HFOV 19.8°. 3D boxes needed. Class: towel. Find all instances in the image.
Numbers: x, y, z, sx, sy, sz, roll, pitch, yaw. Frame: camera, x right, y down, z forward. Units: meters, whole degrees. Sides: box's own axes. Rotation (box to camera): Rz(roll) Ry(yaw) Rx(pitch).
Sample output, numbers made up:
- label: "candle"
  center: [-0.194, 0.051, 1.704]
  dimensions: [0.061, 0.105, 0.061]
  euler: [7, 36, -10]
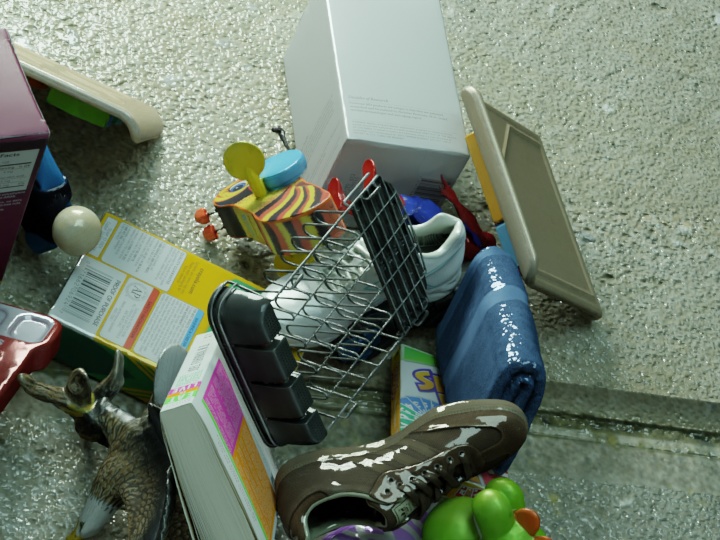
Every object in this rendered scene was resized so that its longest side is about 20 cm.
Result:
- label: "towel"
  center: [0.107, 0.069, 1.666]
  dimensions: [0.048, 0.112, 0.200]
  euler: [19, 26, -13]

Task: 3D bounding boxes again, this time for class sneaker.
- label: "sneaker"
  center: [0.036, 0.161, 1.546]
  dimensions: [0.199, 0.071, 0.076]
  euler: [-18, 44, 4]
- label: "sneaker"
  center: [0.046, 0.012, 1.785]
  dimensions: [0.199, 0.073, 0.082]
  euler: [-16, 59, -33]
- label: "sneaker"
  center: [0.000, 0.000, 1.696]
  dimensions: [0.200, 0.080, 0.071]
  euler: [-22, 63, -25]

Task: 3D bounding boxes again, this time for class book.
- label: "book"
  center: [-0.101, 0.131, 1.532]
  dimensions: [0.048, 0.134, 0.200]
  euler: [-17, 11, 7]

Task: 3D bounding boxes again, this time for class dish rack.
- label: "dish rack"
  center: [-0.022, 0.027, 1.600]
  dimensions: [0.054, 0.154, 0.200]
  euler: [10, 45, 36]

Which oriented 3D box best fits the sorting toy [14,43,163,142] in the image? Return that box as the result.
- label: "sorting toy"
  center: [-0.265, -0.162, 1.754]
  dimensions: [0.199, 0.037, 0.185]
  euler: [29, 5, -2]

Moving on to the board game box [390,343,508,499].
- label: "board game box"
  center: [0.072, 0.124, 1.692]
  dimensions: [0.095, 0.030, 0.200]
  euler: [21, 23, -9]

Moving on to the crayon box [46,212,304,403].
- label: "crayon box"
  center: [-0.148, 0.051, 1.685]
  dimensions: [0.199, 0.052, 0.126]
  euler: [25, 48, -2]

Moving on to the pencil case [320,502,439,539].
- label: "pencil case"
  center: [-0.012, 0.232, 1.576]
  dimensions: [0.200, 0.084, 0.086]
  euler: [-28, 101, -38]

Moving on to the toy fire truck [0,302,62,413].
- label: "toy fire truck"
  center: [-0.343, 0.061, 1.549]
  dimensions: [0.199, 0.113, 0.168]
  euler: [14, 29, 9]

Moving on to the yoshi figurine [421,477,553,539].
- label: "yoshi figurine"
  center: [0.102, 0.249, 1.569]
  dimensions: [0.111, 0.201, 0.112]
  euler: [-12, 18, 1]

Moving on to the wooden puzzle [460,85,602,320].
- label: "wooden puzzle"
  center: [0.146, -0.054, 1.818]
  dimensions: [0.200, 0.037, 0.186]
  euler: [29, 41, -64]

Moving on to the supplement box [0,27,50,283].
- label: "supplement box"
  center: [-0.317, -0.082, 1.615]
  dimensions: [0.085, 0.200, 0.111]
  euler: [-9, 58, -28]

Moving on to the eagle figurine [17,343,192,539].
- label: "eagle figurine"
  center: [-0.160, 0.166, 1.544]
  dimensions: [0.151, 0.151, 0.200]
  euler: [-12, 48, -43]

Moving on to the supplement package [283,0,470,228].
- label: "supplement package"
  center: [0.012, -0.151, 1.867]
  dimensions: [0.119, 0.121, 0.201]
  euler: [6, 52, -20]

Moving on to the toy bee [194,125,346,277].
- label: "toy bee"
  center: [-0.082, -0.047, 1.764]
  dimensions: [0.108, 0.200, 0.131]
  euler: [-28, 93, -4]

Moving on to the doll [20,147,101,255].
- label: "doll"
  center: [-0.273, -0.080, 1.683]
  dimensions: [0.048, 0.137, 0.200]
  euler: [-21, 50, -26]

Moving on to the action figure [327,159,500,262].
- label: "action figure"
  center: [0.060, -0.043, 1.811]
  dimensions: [0.200, 0.065, 0.052]
  euler: [28, 43, -40]
